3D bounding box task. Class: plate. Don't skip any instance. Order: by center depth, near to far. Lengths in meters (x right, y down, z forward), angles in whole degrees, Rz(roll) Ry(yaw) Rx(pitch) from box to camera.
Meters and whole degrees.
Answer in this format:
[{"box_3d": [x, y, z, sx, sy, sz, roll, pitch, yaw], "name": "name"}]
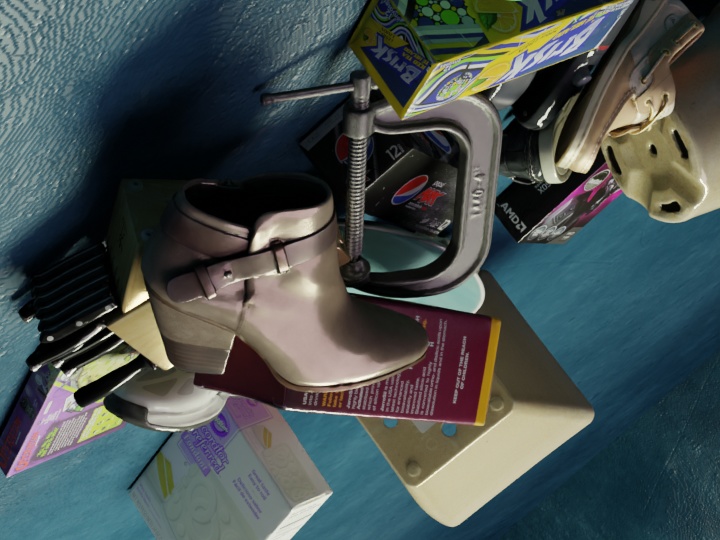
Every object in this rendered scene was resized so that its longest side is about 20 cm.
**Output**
[{"box_3d": [0.000, 0.000, 1.333, 0.200, 0.026, 0.200, 6, 155, 3], "name": "plate"}]

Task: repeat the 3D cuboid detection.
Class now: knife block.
[{"box_3d": [-0.125, 0.021, 1.138, 0.200, 0.064, 0.176, -1, 137, -21], "name": "knife block"}]

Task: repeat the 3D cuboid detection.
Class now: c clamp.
[{"box_3d": [0.018, -0.057, 1.178, 0.171, 0.027, 0.200, -14, 127, -14], "name": "c clamp"}]

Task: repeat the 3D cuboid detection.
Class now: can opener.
[{"box_3d": [0.167, -0.183, 1.272, 0.079, 0.063, 0.200, -17, 155, -48], "name": "can opener"}]

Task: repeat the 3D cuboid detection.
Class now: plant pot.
[{"box_3d": [0.314, -0.137, 1.453, 0.183, 0.201, 0.200, -26, 161, -24], "name": "plant pot"}, {"box_3d": [0.086, 0.125, 1.688, 0.200, 0.200, 0.177, -39, 164, 10], "name": "plant pot"}]

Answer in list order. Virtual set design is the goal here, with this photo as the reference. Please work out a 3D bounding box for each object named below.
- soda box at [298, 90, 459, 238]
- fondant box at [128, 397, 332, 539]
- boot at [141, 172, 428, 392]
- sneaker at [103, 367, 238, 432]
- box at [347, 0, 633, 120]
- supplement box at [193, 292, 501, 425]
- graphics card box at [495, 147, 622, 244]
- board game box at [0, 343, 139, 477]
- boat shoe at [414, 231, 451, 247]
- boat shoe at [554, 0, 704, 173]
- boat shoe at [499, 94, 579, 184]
[{"box_3d": [0.032, -0.080, 1.283, 0.071, 0.063, 0.200, -41, 163, 13], "name": "soda box"}, {"box_3d": [-0.129, 0.212, 1.607, 0.058, 0.144, 0.200, -16, 154, -45], "name": "fondant box"}, {"box_3d": [-0.038, 0.004, 1.052, 0.200, 0.070, 0.146, -3, 134, -19], "name": "boot"}, {"box_3d": [-0.113, 0.045, 1.272, 0.200, 0.076, 0.115, -19, 127, -53], "name": "sneaker"}, {"box_3d": [0.094, -0.172, 1.146, 0.200, 0.070, 0.064, -23, 161, -35], "name": "box"}, {"box_3d": [-0.008, 0.059, 1.241, 0.200, 0.086, 0.110, 9, 180, -41], "name": "supplement box"}, {"box_3d": [0.231, -0.106, 1.625, 0.200, 0.051, 0.125, -42, 162, 21], "name": "graphics card box"}, {"box_3d": [-0.207, 0.082, 1.310, 0.120, 0.032, 0.200, -26, 160, -42], "name": "board game box"}, {"box_3d": [0.064, -0.004, 1.524, 0.063, 0.071, 0.200, -23, 171, 10], "name": "boat shoe"}, {"box_3d": [0.219, -0.147, 1.332, 0.200, 0.069, 0.074, -58, 180, -29], "name": "boat shoe"}, {"box_3d": [0.152, -0.112, 1.423, 0.066, 0.075, 0.199, -5, -162, 19], "name": "boat shoe"}]
